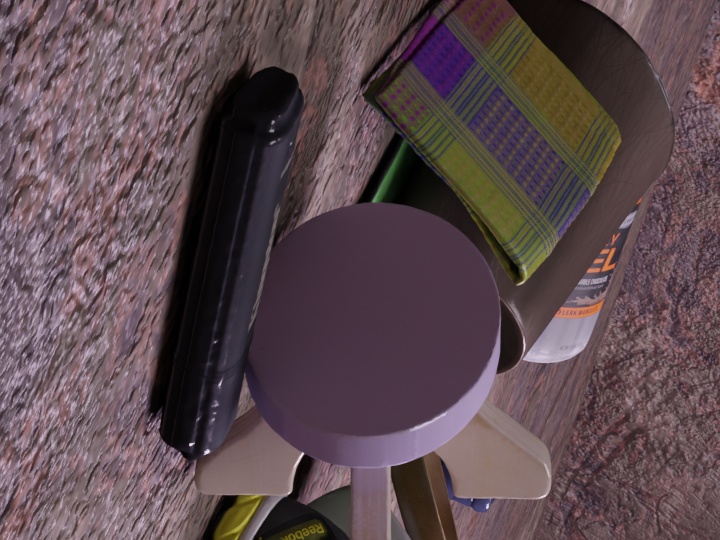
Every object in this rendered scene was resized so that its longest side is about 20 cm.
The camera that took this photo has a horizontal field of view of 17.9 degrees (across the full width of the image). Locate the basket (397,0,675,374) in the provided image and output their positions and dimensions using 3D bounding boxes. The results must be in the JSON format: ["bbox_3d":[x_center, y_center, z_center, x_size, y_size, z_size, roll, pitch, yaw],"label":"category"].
[{"bbox_3d":[0.097,-0.043,1.448,0.200,0.136,0.181,-57,147,-31],"label":"basket"}]

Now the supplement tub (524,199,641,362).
[{"bbox_3d":[0.146,-0.041,1.757,0.123,0.122,0.201,-46,155,-65],"label":"supplement tub"}]

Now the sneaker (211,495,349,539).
[{"bbox_3d":[-0.069,0.217,1.290,0.074,0.084,0.200,74,39,-73],"label":"sneaker"}]

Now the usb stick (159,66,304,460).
[{"bbox_3d":[-0.059,0.001,1.034,0.055,0.033,0.200,-54,162,-51],"label":"usb stick"}]

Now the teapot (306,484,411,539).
[{"bbox_3d":[-0.014,0.245,1.479,0.146,0.198,0.200,-31,140,-5],"label":"teapot"}]

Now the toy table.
[{"bbox_3d":[0.005,0.066,1.154,0.200,0.183,0.117,-67,160,-53],"label":"toy table"}]

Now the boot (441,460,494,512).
[{"bbox_3d":[0.096,0.154,1.997,0.200,0.090,0.073,-47,157,-64],"label":"boot"}]

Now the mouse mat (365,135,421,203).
[{"bbox_3d":[0.000,0.000,1.413,0.161,0.008,0.200,97,19,-57],"label":"mouse mat"}]

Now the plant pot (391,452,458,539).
[{"bbox_3d":[0.036,0.127,1.555,0.200,0.027,0.201,-15,90,-87],"label":"plant pot"}]

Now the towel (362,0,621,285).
[{"bbox_3d":[0.080,-0.087,1.313,0.023,0.144,0.200,-36,-169,33],"label":"towel"}]
